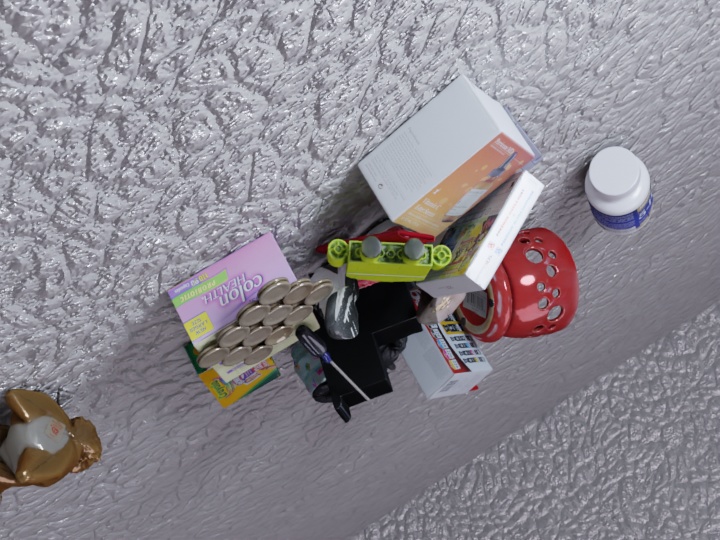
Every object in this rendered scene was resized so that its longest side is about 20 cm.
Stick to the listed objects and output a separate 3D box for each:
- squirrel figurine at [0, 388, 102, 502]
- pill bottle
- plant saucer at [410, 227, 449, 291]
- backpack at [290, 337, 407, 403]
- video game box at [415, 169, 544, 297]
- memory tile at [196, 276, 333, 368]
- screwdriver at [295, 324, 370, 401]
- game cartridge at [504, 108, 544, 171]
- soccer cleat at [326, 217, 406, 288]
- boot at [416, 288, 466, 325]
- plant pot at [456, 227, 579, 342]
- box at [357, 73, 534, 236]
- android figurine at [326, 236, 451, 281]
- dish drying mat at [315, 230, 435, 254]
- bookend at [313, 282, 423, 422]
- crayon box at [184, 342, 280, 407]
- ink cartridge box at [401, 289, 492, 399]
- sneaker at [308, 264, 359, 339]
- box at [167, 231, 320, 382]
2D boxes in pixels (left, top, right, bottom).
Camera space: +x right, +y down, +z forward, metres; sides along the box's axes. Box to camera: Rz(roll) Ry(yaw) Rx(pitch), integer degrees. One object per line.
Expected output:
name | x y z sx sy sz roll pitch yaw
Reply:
squirrel figurine | -0.497 0.282 1.612 0.186 0.143 0.199 -36 156 28
pill bottle | 0.475 -0.150 1.980 0.119 0.121 0.200 -34 158 7
plant saucer | 0.130 -0.033 1.895 0.198 0.032 0.201 -26 156 -12
backpack | -0.025 0.151 1.950 0.198 0.128 0.168 -26 156 -20
video game box | 0.175 -0.050 1.608 0.184 0.047 0.200 -56 -168 -13
memory tile | -0.136 0.074 1.541 0.200 0.017 0.152 -45 155 27
screwdriver | -0.042 0.153 1.689 0.029 0.028 0.201 -28 127 11
game cartridge | 0.211 -0.178 1.700 0.129 0.039 0.200 -33 158 13
soccer cleat | 0.000 0.000 1.740 0.199 0.074 0.068 -39 157 18
boot | 0.172 0.010 1.800 0.186 0.064 0.200 -40 -176 11
plant pot | 0.282 0.030 2.013 0.180 0.203 0.201 -8 150 -28
box | 0.124 -0.157 1.533 0.199 0.107 0.152 -39 156 18
android figurine | 0.040 -0.016 1.563 0.178 0.042 0.200 2 171 -1
dish drying mat | 0.019 -0.039 1.615 0.076 0.019 0.198 8 171 -38
bookend | 0.027 0.120 1.812 0.197 0.202 0.092 -21 156 3
crayon box | -0.211 0.153 1.804 0.117 0.059 0.201 -29 158 -6
ink cartridge box | 0.153 0.131 2.037 0.174 0.202 0.084 0 143 -51
sneaker | -0.045 0.050 1.631 0.078 0.075 0.201 -12 -157 6
box | -0.170 0.059 1.615 0.174 0.098 0.200 -30 159 -4
